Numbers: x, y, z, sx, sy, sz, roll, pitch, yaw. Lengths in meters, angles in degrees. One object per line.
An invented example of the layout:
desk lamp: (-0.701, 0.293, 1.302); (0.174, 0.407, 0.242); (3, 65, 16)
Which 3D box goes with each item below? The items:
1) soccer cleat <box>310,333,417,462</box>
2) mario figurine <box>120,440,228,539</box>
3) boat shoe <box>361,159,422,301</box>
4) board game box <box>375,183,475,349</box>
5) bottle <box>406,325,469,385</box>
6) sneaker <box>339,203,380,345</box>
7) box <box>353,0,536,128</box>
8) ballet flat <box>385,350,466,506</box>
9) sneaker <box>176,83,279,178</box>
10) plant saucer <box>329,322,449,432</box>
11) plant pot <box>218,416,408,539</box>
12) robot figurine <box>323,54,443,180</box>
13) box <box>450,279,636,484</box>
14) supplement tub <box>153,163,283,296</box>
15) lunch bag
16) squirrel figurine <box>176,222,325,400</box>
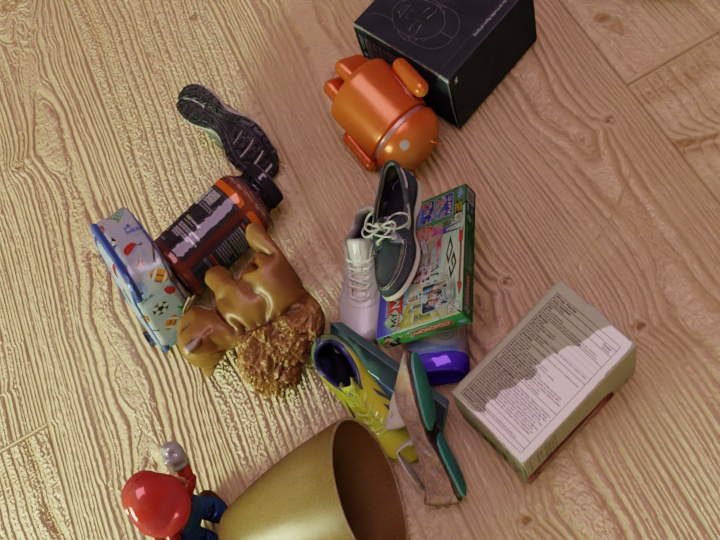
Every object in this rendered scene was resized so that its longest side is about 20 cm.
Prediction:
soccer cleat: (0.004, 0.167, 1.150); (0.064, 0.084, 0.201); (-40, 81, 3)
mario figurine: (-0.241, 0.293, 1.118); (0.104, 0.201, 0.125); (-22, 60, 4)
boat shoe: (0.043, -0.057, 1.188); (0.074, 0.062, 0.204); (-14, 51, 37)
board game box: (0.087, -0.007, 1.177); (0.133, 0.029, 0.204); (-20, 48, 32)
bottle: (0.101, 0.049, 1.208); (0.082, 0.065, 0.205); (-9, 63, 18)
sneaker: (0.000, 0.000, 1.242); (0.076, 0.100, 0.205); (-3, 64, 15)
box: (0.130, -0.362, 1.360); (0.195, 0.124, 0.201); (37, 79, 29)
ballet flat: (0.069, 0.201, 1.105); (0.066, 0.068, 0.204); (-18, 95, 18)
sneaker: (-0.200, -0.220, 1.422); (0.200, 0.079, 0.074); (43, 98, 11)
plant saucer: (0.037, 0.140, 1.185); (0.198, 0.071, 0.019); (34, 53, 24)
plant pot: (-0.069, 0.304, 1.090); (0.197, 0.186, 0.190); (-25, 60, 18)
robot figurine: (0.036, -0.227, 1.315); (0.144, 0.117, 0.200); (-43, 80, 1)
box: (0.227, 0.138, 1.105); (0.200, 0.109, 0.128); (-43, 61, -7)
supplement tub: (-0.206, -0.065, 1.328); (0.200, 0.107, 0.107); (-44, 61, -10)
lunch bag: (-0.309, 0.015, 1.276); (0.075, 0.202, 0.160); (-33, 59, -18)
squirrel figurine: (-0.152, 0.078, 1.223); (0.185, 0.142, 0.200); (-38, 68, -12)
